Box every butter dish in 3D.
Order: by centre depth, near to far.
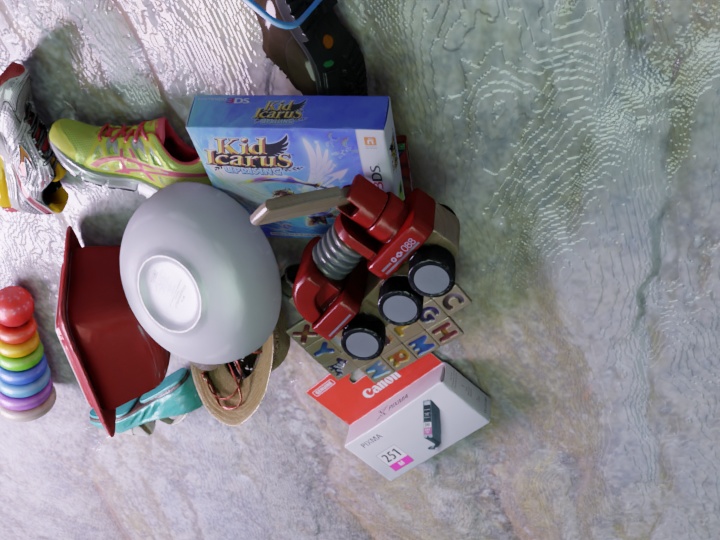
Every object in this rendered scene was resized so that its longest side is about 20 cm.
[{"bbox_3d":[-0.279,0.060,1.045,0.145,0.201,0.202,-13,128,-5],"label":"butter dish"}]

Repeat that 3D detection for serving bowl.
[{"bbox_3d":[-0.182,0.013,0.901,0.196,0.066,0.204,11,114,25],"label":"serving bowl"}]

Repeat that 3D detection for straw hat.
[{"bbox_3d":[-0.134,0.085,1.067,0.084,0.203,0.201,-2,145,-42],"label":"straw hat"}]

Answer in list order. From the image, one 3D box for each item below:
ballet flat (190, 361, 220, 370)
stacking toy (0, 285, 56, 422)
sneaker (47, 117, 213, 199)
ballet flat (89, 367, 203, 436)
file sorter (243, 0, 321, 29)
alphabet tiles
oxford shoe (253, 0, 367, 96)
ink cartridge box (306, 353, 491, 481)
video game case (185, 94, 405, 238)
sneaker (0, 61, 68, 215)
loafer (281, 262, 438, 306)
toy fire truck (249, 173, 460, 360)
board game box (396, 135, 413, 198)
[{"bbox_3d":[-0.191,0.023,0.992,0.067,0.067,0.205,-11,98,-13],"label":"ballet flat"},{"bbox_3d":[-0.472,0.111,1.178,0.084,0.086,0.203,11,126,4],"label":"stacking toy"},{"bbox_3d":[-0.242,-0.135,0.939,0.196,0.079,0.091,19,122,-9],"label":"sneaker"},{"bbox_3d":[-0.299,0.200,1.209,0.197,0.068,0.071,-23,112,26],"label":"ballet flat"},{"bbox_3d":[-0.039,-0.301,0.618,0.138,0.124,0.200,38,142,-7],"label":"file sorter"},{"bbox_3d":[0.019,0.052,0.975,0.198,0.006,0.167,-32,121,22],"label":"alphabet tiles"},{"bbox_3d":[-0.049,-0.211,0.842,0.083,0.073,0.202,14,141,38],"label":"oxford shoe"},{"bbox_3d":[0.045,0.180,1.131,0.173,0.044,0.199,38,126,-18],"label":"ink cartridge box"},{"bbox_3d":[-0.058,-0.100,0.873,0.195,0.046,0.183,3,147,11],"label":"video game case"},{"bbox_3d":[-0.368,-0.145,0.961,0.080,0.079,0.202,11,139,-1],"label":"sneaker"},{"bbox_3d":[0.000,0.000,0.987,0.195,0.076,0.071,-3,124,3],"label":"loafer"},{"bbox_3d":[-0.022,-0.018,0.836,0.198,0.130,0.176,34,126,-17],"label":"toy fire truck"},{"bbox_3d":[-0.039,-0.096,0.950,0.196,0.020,0.104,-1,128,14],"label":"board game box"}]
